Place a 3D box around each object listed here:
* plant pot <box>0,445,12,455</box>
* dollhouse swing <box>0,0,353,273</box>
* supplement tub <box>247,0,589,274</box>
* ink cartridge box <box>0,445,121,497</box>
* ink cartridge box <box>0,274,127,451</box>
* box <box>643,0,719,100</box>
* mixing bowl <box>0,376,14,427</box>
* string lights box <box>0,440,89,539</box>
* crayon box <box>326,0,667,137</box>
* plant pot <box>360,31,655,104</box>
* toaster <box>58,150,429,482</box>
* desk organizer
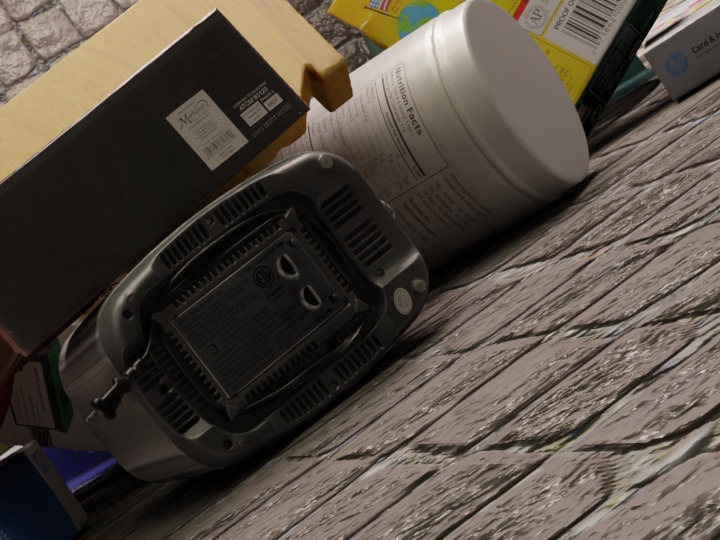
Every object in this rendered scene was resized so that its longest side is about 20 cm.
[{"bbox_3d":[-0.367,0.102,1.898,0.184,0.200,0.200,-49,12,-29],"label":"plant pot"},{"bbox_3d":[-0.104,-0.055,1.157,0.200,0.182,0.176,-39,-34,-6],"label":"dollhouse swing"},{"bbox_3d":[0.022,-0.060,1.200,0.200,0.132,0.132,-31,6,25],"label":"supplement tub"},{"bbox_3d":[-0.189,0.115,1.360,0.200,0.041,0.200,-30,6,32],"label":"ink cartridge box"},{"bbox_3d":[-0.176,0.044,1.198,0.200,0.084,0.146,1,18,17],"label":"ink cartridge box"},{"bbox_3d":[0.267,-0.182,1.335,0.156,0.041,0.200,-32,4,15],"label":"box"},{"bbox_3d":[-0.263,0.053,1.079,0.200,0.200,0.108,-33,-21,10],"label":"mixing bowl"},{"bbox_3d":[-0.219,0.160,1.024,0.103,0.059,0.200,-33,5,11],"label":"string lights box"},{"bbox_3d":[0.091,-0.180,1.346,0.127,0.200,0.051,-59,-25,3],"label":"crayon box"},{"bbox_3d":[0.087,-0.182,1.476,0.200,0.196,0.200,-29,3,2],"label":"plant pot"},{"bbox_3d":[-0.070,0.034,1.009,0.200,0.114,0.129,-40,4,-27],"label":"toaster"},{"bbox_3d":[-0.126,-0.036,0.999,0.200,0.072,0.077,-43,0,-27],"label":"desk organizer"}]
